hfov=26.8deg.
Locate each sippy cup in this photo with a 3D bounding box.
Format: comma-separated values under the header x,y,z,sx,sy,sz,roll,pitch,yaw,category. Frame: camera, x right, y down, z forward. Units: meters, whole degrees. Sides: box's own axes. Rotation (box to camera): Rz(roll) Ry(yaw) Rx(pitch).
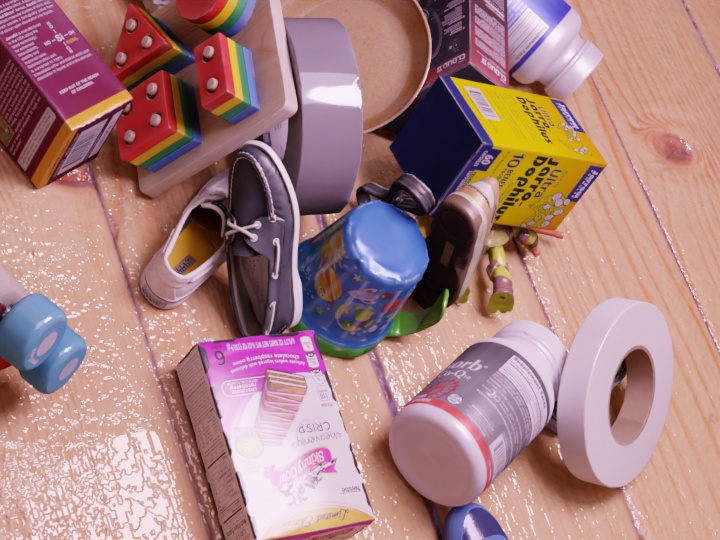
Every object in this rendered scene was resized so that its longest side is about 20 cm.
x,y,z,sx,sy,sz,roll,pitch,yaw,category
0.000,0.000,1.543,0.176,0.130,0.141,-9,66,-35,sippy cup

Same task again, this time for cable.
x,y,z,sx,sy,sz,roll,pitch,yaw,category
0.043,-0.077,1.592,0.050,0.200,0.097,-35,79,-17,cable

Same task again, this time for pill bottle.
x,y,z,sx,sy,sz,roll,pitch,yaw,category
0.202,-0.304,1.870,0.200,0.112,0.112,41,49,-3,pill bottle
0.127,0.141,1.547,0.116,0.116,0.200,49,48,3,pill bottle

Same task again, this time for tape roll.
x,y,z,sx,sy,sz,roll,pitch,yaw,category
0.276,0.131,1.621,0.202,0.037,0.206,-15,109,-50,tape roll
-0.058,-0.157,1.551,0.065,0.201,0.202,-3,63,-19,tape roll

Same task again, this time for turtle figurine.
x,y,z,sx,sy,sz,roll,pitch,yaw,category
0.150,-0.034,1.702,0.198,0.064,0.163,22,53,-20,turtle figurine

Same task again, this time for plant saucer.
x,y,z,sx,sy,sz,roll,pitch,yaw,category
-0.018,-0.240,1.690,0.197,0.035,0.203,-2,75,6,plant saucer

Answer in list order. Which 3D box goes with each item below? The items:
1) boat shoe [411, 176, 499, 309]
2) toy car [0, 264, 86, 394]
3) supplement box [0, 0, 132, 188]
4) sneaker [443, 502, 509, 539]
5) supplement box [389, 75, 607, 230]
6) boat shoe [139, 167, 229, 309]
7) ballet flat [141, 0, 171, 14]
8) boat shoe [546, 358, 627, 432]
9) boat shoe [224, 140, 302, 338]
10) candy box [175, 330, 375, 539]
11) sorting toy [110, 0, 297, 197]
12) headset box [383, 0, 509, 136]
x,y,z,sx,sy,sz,roll,pitch,yaw,category
0.104,-0.027,1.575,0.072,0.200,0.076,42,59,8,boat shoe
-0.370,0.072,1.279,0.184,0.177,0.201,37,77,10,toy car
-0.328,-0.198,1.471,0.201,0.110,0.085,51,48,5,supplement box
0.147,0.313,1.476,0.073,0.082,0.202,-10,66,-34,sneaker
0.152,-0.125,1.651,0.198,0.109,0.110,4,44,-41,supplement box
-0.148,-0.046,1.517,0.071,0.070,0.200,41,49,-3,boat shoe
-0.179,-0.269,1.640,0.199,0.072,0.072,29,50,-6,ballet flat
0.271,0.106,1.688,0.072,0.071,0.200,42,48,-2,boat shoe
-0.100,-0.024,1.475,0.060,0.075,0.202,-32,119,-44,boat shoe
-0.082,0.163,1.437,0.135,0.061,0.202,-5,66,-35,candy box
-0.172,-0.209,1.510,0.069,0.199,0.201,23,48,-48,sorting toy
0.092,-0.249,1.734,0.077,0.148,0.202,30,47,-37,headset box
